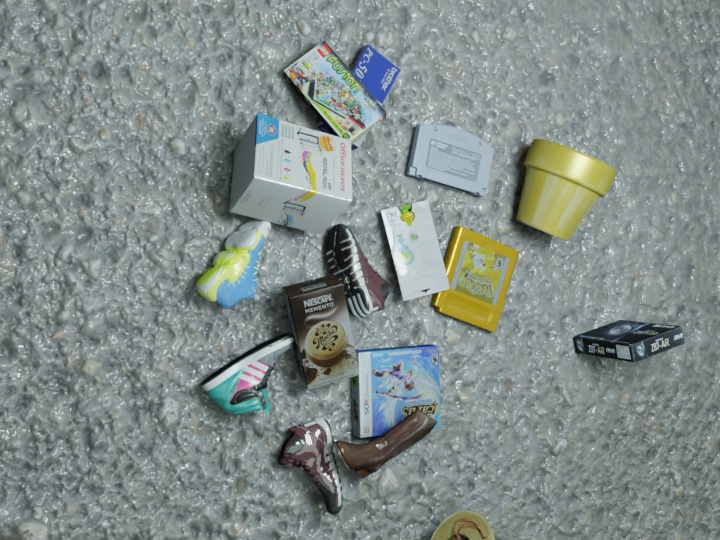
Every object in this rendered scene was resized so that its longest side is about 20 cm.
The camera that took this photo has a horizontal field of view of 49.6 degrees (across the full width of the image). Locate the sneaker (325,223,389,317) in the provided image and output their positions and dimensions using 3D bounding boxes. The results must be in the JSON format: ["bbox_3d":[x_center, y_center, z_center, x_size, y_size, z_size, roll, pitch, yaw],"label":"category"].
[{"bbox_3d":[0.000,0.000,1.638,0.115,0.076,0.200,-3,74,-53],"label":"sneaker"}]

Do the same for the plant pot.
[{"bbox_3d":[0.452,-0.177,1.782,0.200,0.201,0.189,18,99,-23],"label":"plant pot"}]

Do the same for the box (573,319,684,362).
[{"bbox_3d":[0.633,0.165,1.848,0.160,0.200,0.044,-15,97,-23],"label":"box"}]

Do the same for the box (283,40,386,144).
[{"bbox_3d":[-0.052,-0.357,1.585,0.110,0.035,0.200,-40,84,-9],"label":"box"}]

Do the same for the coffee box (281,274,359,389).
[{"bbox_3d":[-0.080,0.121,1.564,0.113,0.080,0.200,-15,109,-13],"label":"coffee box"}]

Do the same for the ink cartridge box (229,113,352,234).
[{"bbox_3d":[-0.133,-0.183,1.512,0.200,0.145,0.148,12,61,-24],"label":"ink cartridge box"}]

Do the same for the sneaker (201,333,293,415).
[{"bbox_3d":[-0.198,0.219,1.537,0.200,0.084,0.121,-31,97,-13],"label":"sneaker"}]

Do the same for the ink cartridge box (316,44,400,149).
[{"bbox_3d":[-0.003,-0.364,1.646,0.094,0.044,0.200,33,78,-22],"label":"ink cartridge box"}]

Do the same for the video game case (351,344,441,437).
[{"bbox_3d":[0.078,0.258,1.685,0.200,0.045,0.182,-2,92,-24],"label":"video game case"}]

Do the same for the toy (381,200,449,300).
[{"bbox_3d":[0.114,-0.044,1.699,0.115,0.047,0.201,-14,92,-20],"label":"toy"}]

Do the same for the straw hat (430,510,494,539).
[{"bbox_3d":[0.200,0.624,1.718,0.201,0.085,0.202,2,85,-28],"label":"straw hat"}]

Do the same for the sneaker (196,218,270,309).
[{"bbox_3d":[-0.232,-0.008,1.541,0.200,0.076,0.105,-49,126,-17],"label":"sneaker"}]

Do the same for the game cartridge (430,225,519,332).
[{"bbox_3d":[0.262,0.021,1.774,0.176,0.032,0.200,20,81,-23],"label":"game cartridge"}]

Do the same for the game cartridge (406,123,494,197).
[{"bbox_3d":[0.203,-0.252,1.745,0.200,0.040,0.134,14,88,-24],"label":"game cartridge"}]

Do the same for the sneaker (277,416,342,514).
[{"bbox_3d":[-0.108,0.406,1.593,0.115,0.076,0.201,-9,83,-19],"label":"sneaker"}]

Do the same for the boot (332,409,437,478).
[{"bbox_3d":[0.055,0.337,1.595,0.200,0.064,0.186,-33,149,4],"label":"boot"}]
